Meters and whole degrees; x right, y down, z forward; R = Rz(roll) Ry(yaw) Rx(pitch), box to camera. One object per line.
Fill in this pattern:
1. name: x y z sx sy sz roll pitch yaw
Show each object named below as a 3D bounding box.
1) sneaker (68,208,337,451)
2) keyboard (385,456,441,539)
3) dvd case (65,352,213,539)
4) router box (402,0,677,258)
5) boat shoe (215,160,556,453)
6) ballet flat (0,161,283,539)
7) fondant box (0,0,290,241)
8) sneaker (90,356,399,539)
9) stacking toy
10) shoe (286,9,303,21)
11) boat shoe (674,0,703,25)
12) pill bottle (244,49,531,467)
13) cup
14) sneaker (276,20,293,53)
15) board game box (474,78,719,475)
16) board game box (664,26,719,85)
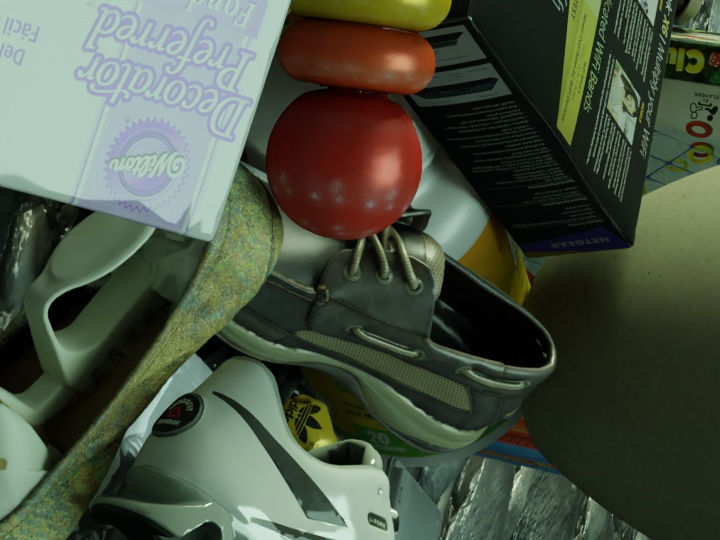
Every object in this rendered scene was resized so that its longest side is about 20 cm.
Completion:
1. sneaker: -0.053 0.043 0.970 0.200 0.090 0.070 74 34 -46
2. keyboard: 0.005 0.179 1.032 0.056 0.011 0.201 60 37 -54
3. dvd case: -0.080 0.147 0.891 0.150 0.025 0.200 50 62 -22
4. router box: 0.075 -0.131 1.019 0.157 0.052 0.201 49 44 -44
5. boat shoe: 0.000 0.000 0.946 0.200 0.073 0.075 31 40 -40
6. ballet flat: -0.105 0.037 0.832 0.200 0.071 0.071 -50 150 -10
7. fondant box: -0.084 -0.123 0.747 0.144 0.058 0.201 15 97 -34
8. sneaker: -0.005 0.110 0.873 0.089 0.074 0.200 -56 131 -26
9. stacking toy: 0.001 -0.111 0.841 0.085 0.085 0.201 1 99 -67
10. shoe: -0.038 -0.108 0.895 0.091 0.071 0.201 23 86 -27
11. boat shoe: 0.137 -0.164 1.261 0.200 0.063 0.073 -175 -83 -83
12. pill bottle: 0.010 -0.013 1.067 0.200 0.111 0.111 69 38 -51
13. cup: 0.153 0.041 1.077 0.200 0.143 0.201 -7 99 -58
14. sneaker: -0.026 -0.185 0.965 0.081 0.074 0.201 1 97 -63
15. board game box: 0.120 0.003 1.218 0.056 0.199 0.196 34 68 -67
16. board game box: 0.134 -0.108 1.201 0.105 0.199 0.024 -19 117 -64
